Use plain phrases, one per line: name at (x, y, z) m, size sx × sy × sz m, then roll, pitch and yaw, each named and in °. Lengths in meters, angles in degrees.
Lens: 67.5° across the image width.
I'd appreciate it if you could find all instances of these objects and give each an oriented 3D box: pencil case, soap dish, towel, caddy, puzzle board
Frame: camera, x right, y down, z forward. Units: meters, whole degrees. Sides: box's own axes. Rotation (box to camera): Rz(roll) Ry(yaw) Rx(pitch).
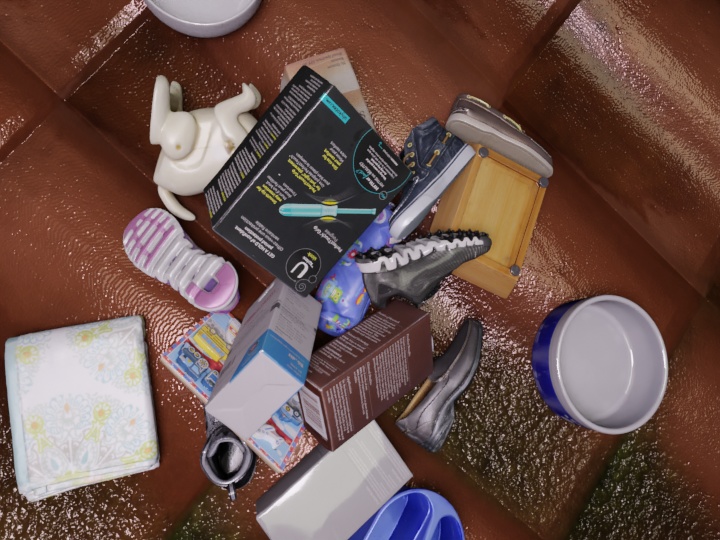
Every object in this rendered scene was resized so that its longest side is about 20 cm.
pencil case at (0.000, 0.000, 0.777) m, size 0.078 × 0.085 × 0.204 m, roll 42°, pitch 73°, yaw -46°
soap dish at (0.198, -0.083, 0.833) m, size 0.153 × 0.081 × 0.205 m, roll 24°, pitch 77°, yaw -9°
towel at (-0.355, 0.174, 0.696) m, size 0.166 × 0.048 × 0.207 m, roll -8°, pitch 85°, yaw -17°
caddy at (0.055, 0.393, 0.727) m, size 0.140 × 0.105 × 0.203 m, roll 35°, pitch 77°, yaw -5°
puzzle board at (-0.146, 0.143, 0.703) m, size 0.200 × 0.151 × 0.017 m, roll 45°, pitch 115°, yaw -5°

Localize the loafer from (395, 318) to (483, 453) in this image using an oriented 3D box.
loafer at (0.120, 0.158, 0.792) m, size 0.071 × 0.073 × 0.204 m, roll 27°, pitch 77°, yaw -3°

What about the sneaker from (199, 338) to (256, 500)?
sneaker at (-0.173, 0.188, 0.698) m, size 0.073 × 0.114 × 0.207 m, roll -9°, pitch 86°, yaw -12°

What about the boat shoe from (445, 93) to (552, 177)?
boat shoe at (0.229, -0.213, 0.863) m, size 0.195 × 0.072 × 0.061 m, roll 25°, pitch 71°, yaw -10°

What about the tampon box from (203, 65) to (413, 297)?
tampon box at (-0.067, -0.106, 0.649) m, size 0.201 × 0.127 × 0.149 m, roll -47°, pitch 124°, yaw 7°

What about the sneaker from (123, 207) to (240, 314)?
sneaker at (-0.237, -0.004, 0.731) m, size 0.198 × 0.089 × 0.081 m, roll 36°, pitch 77°, yaw 17°

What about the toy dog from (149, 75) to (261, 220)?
toy dog at (-0.176, -0.160, 0.733) m, size 0.193 × 0.139 × 0.201 m, roll 8°, pitch 94°, yaw -11°

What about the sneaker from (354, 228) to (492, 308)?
sneaker at (0.090, 0.000, 0.738) m, size 0.194 × 0.066 × 0.094 m, roll -14°, pitch 106°, yaw -12°

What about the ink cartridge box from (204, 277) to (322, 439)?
ink cartridge box at (-0.111, 0.091, 0.678) m, size 0.066 × 0.202 × 0.116 m, roll 38°, pitch 115°, yaw -16°

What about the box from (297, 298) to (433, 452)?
box at (0.009, 0.132, 0.720) m, size 0.197 × 0.074 × 0.103 m, roll -27°, pitch 123°, yaw -32°

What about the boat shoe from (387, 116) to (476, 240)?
boat shoe at (0.078, -0.132, 0.759) m, size 0.090 × 0.071 × 0.201 m, roll 39°, pitch 59°, yaw 5°

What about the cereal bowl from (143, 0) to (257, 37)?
cereal bowl at (-0.231, -0.430, 0.779) m, size 0.193 × 0.083 × 0.208 m, roll 2°, pitch 82°, yaw -13°

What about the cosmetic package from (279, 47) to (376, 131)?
cosmetic package at (-0.037, -0.201, 0.791) m, size 0.101 × 0.087 × 0.205 m, roll -22°, pitch 88°, yaw -15°

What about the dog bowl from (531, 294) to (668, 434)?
dog bowl at (0.373, 0.145, 0.845) m, size 0.193 × 0.079 × 0.208 m, roll 2°, pitch 82°, yaw -12°

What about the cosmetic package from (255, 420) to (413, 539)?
cosmetic package at (-0.037, 0.297, 0.732) m, size 0.198 × 0.090 × 0.108 m, roll -36°, pitch 91°, yaw -11°
